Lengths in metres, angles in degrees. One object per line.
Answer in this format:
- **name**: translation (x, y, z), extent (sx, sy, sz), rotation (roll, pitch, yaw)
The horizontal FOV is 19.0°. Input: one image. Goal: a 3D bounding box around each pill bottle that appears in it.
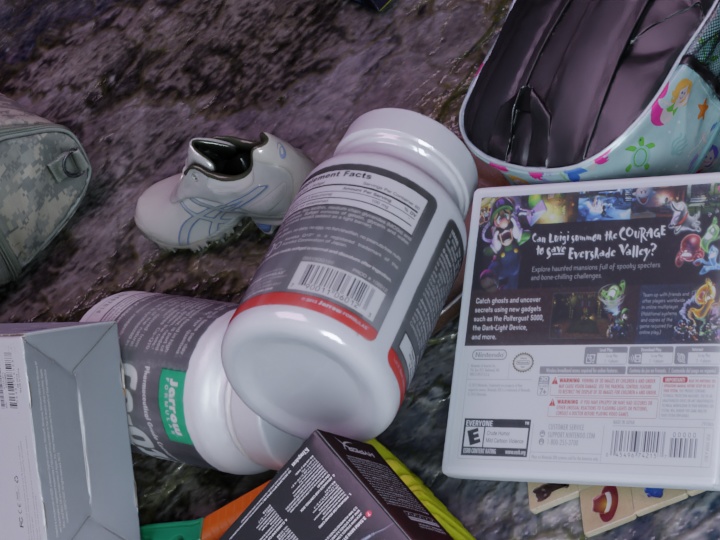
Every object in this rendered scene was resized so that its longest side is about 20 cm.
- **pill bottle**: translation (-0.100, 0.076, 1.453), extent (0.199, 0.113, 0.113), rotation (5, 54, 46)
- **pill bottle**: translation (0.000, 0.000, 1.342), extent (0.115, 0.116, 0.201), rotation (-9, 39, 35)

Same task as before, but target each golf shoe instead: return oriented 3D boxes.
- **golf shoe**: translation (-0.110, -0.071, 1.639), extent (0.199, 0.097, 0.079), rotation (-7, 48, 40)

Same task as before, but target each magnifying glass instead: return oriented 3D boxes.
- **magnifying glass**: translation (-0.112, 0.181, 1.404), extent (0.199, 0.022, 0.080), rotation (-34, 30, 29)

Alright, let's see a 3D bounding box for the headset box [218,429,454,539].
- **headset box**: translation (0.004, 0.211, 1.168), extent (0.149, 0.075, 0.200), rotation (-49, 62, 10)

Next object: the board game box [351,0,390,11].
- **board game box**: translation (0.009, -0.313, 1.830), extent (0.165, 0.057, 0.200), rotation (-44, 35, -10)

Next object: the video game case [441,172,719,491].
- **video game case**: translation (0.141, 0.036, 1.285), extent (0.199, 0.023, 0.183), rotation (-2, 76, 41)

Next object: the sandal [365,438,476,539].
- **sandal**: translation (0.016, 0.166, 1.290), extent (0.087, 0.080, 0.200), rotation (-46, 27, -3)

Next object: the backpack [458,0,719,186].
- **backpack**: translation (0.167, -0.122, 1.396), extent (0.177, 0.151, 0.201), rotation (14, 64, 46)

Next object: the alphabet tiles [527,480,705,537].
- **alphabet tiles**: translation (0.187, 0.073, 1.292), extent (0.199, 0.006, 0.167), rotation (-25, 38, 20)

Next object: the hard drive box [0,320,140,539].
- **hard drive box**: translation (-0.241, 0.115, 1.472), extent (0.076, 0.157, 0.199), rotation (-8, 4, -39)

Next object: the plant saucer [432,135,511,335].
- **plant saucer**: translation (0.026, -0.010, 1.505), extent (0.199, 0.032, 0.201), rotation (-24, 37, 20)

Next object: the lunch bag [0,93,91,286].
- **lunch bag**: translation (-0.335, -0.079, 1.825), extent (0.167, 0.140, 0.200), rotation (-34, 33, -22)
